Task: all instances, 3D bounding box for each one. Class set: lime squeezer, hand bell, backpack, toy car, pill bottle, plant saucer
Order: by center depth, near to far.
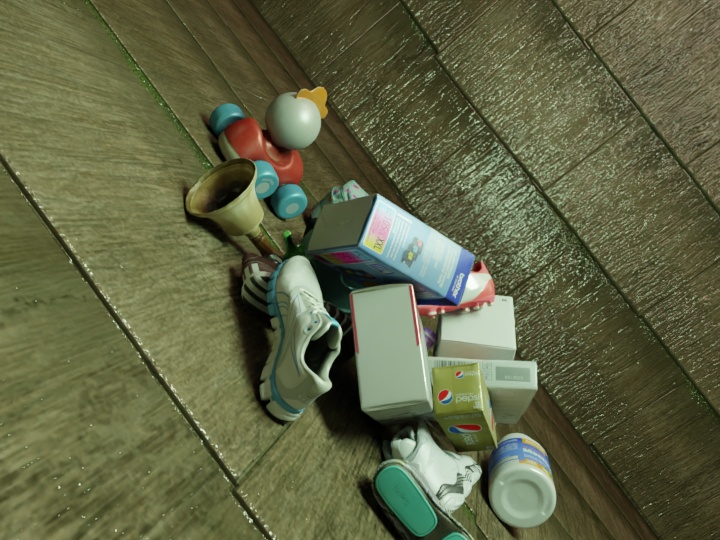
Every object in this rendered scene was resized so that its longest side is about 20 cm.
[{"bbox_3d":[-0.081,-0.002,0.927,0.200,0.038,0.071,66,3,-48],"label":"lime squeezer"},{"bbox_3d":[-0.139,-0.043,0.933,0.200,0.104,0.104,59,5,-41],"label":"hand bell"},{"bbox_3d":[0.000,0.000,1.006,0.200,0.200,0.028,43,25,-37],"label":"plant saucer"},{"bbox_3d":[-0.124,-0.231,1.182,0.177,0.200,0.185,34,23,-56],"label":"toy car"},{"bbox_3d":[0.285,0.364,1.228,0.112,0.112,0.200,52,13,0],"label":"pill bottle"},{"bbox_3d":[-0.007,-0.080,1.369,0.200,0.126,0.167,43,18,-28],"label":"backpack"}]

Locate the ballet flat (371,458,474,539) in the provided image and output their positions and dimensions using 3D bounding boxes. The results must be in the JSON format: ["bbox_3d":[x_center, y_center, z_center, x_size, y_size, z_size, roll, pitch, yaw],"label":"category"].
[{"bbox_3d":[0.084,0.300,0.781,0.201,0.072,0.072,56,13,8],"label":"ballet flat"}]

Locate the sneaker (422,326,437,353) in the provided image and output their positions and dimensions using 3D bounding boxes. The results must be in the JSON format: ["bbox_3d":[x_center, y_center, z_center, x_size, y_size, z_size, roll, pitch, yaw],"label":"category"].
[{"bbox_3d":[0.070,0.140,1.067,0.073,0.114,0.201,48,14,-24],"label":"sneaker"}]

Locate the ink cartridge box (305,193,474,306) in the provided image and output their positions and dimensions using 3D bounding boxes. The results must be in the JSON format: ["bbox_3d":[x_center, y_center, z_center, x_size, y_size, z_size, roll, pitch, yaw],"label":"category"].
[{"bbox_3d":[0.049,-0.014,0.885,0.199,0.077,0.136,28,-16,-29],"label":"ink cartridge box"}]

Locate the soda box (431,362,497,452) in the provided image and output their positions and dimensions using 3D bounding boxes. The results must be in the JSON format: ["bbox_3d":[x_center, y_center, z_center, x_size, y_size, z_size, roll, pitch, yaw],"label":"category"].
[{"bbox_3d":[0.147,0.194,0.951,0.200,0.064,0.068,62,24,-58],"label":"soda box"}]

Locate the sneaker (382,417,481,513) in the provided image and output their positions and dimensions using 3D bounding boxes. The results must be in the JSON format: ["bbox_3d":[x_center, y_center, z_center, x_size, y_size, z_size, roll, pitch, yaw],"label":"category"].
[{"bbox_3d":[0.097,0.255,0.924,0.115,0.075,0.200,57,16,9],"label":"sneaker"}]

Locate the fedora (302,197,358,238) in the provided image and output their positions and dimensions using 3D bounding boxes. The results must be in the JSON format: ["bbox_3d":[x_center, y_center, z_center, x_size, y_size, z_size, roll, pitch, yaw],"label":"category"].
[{"bbox_3d":[-0.041,-0.033,1.121,0.091,0.201,0.201,9,34,-26],"label":"fedora"}]

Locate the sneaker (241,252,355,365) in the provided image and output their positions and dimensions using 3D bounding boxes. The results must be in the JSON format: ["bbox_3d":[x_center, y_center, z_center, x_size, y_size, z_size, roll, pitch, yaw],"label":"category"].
[{"bbox_3d":[-0.080,0.037,0.898,0.200,0.076,0.116,43,11,-38],"label":"sneaker"}]

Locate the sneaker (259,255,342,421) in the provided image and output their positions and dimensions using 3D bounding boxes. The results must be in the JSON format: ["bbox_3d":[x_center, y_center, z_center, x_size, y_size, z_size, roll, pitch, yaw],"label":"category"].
[{"bbox_3d":[-0.054,0.060,0.751,0.075,0.086,0.201,29,42,-36],"label":"sneaker"}]

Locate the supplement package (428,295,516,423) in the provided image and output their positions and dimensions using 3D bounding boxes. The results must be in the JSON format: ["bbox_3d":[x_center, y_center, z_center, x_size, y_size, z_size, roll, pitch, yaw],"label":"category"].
[{"bbox_3d":[0.181,0.148,1.146,0.122,0.119,0.201,-79,174,-50],"label":"supplement package"}]

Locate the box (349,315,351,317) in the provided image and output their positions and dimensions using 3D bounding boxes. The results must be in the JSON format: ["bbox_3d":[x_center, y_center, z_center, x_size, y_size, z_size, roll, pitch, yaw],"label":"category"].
[{"bbox_3d":[0.034,0.087,1.242,0.200,0.043,0.160,45,14,-31],"label":"box"}]

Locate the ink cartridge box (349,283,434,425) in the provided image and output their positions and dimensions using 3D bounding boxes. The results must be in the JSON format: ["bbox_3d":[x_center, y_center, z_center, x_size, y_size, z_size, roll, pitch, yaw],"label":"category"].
[{"bbox_3d":[0.045,0.116,0.893,0.200,0.082,0.147,63,19,-71],"label":"ink cartridge box"}]

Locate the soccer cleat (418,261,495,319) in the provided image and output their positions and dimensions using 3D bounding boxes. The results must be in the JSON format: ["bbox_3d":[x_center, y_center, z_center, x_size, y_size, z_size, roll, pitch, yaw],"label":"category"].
[{"bbox_3d":[0.120,0.031,1.041,0.199,0.067,0.077,-6,76,-31],"label":"soccer cleat"}]

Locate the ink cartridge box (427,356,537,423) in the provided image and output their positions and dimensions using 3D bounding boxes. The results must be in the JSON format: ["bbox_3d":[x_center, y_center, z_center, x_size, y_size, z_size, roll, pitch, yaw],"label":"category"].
[{"bbox_3d":[0.180,0.190,1.068,0.200,0.161,0.050,82,11,-65],"label":"ink cartridge box"}]
